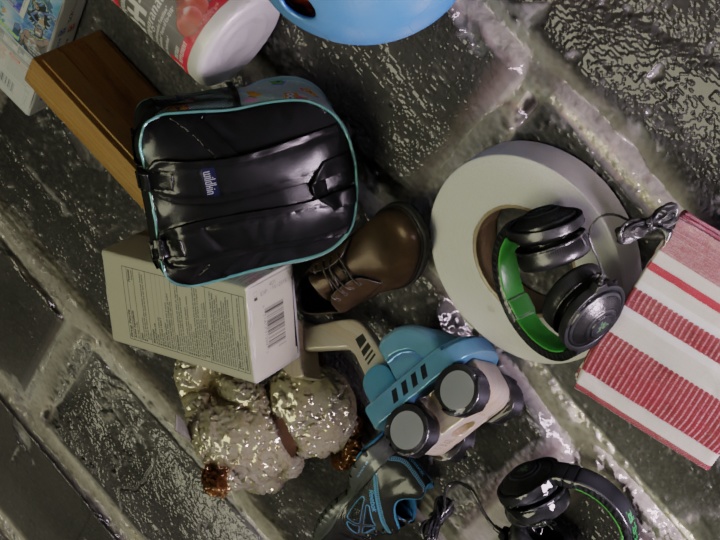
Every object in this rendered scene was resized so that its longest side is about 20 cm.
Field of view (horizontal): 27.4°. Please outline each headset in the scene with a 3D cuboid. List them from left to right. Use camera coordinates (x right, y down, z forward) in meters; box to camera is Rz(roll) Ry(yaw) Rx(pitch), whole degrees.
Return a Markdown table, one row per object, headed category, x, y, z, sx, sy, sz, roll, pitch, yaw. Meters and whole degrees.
| category | x | y | z | sx | sy | sz | roll | pitch | yaw |
| --- | --- | --- | --- | --- | --- | --- | --- | --- | --- |
| headset | 0.159 | 0.244 | 1.395 | 0.197 | 0.094 | 0.125 | 7 | 119 | 26 |
| headset | 0.180 | -0.003 | 1.211 | 0.125 | 0.093 | 0.200 | 63 | 154 | 9 |

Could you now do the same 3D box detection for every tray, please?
| category | x | y | z | sx | sy | sz | roll | pitch | yaw |
| --- | --- | --- | --- | --- | --- | --- | --- | --- | --- |
| tray | -0.241 | -0.154 | 1.515 | 0.200 | 0.098 | 0.037 | 47 | 135 | 9 |

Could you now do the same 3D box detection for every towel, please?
| category | x | y | z | sx | sy | sz | roll | pitch | yaw |
| --- | --- | --- | --- | --- | --- | --- | --- | --- | --- |
| towel | 0.277 | 0.061 | 1.215 | 0.143 | 0.023 | 0.201 | 32 | 128 | 7 |

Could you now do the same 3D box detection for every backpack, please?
| category | x | y | z | sx | sy | sz | roll | pitch | yaw |
| --- | --- | --- | --- | --- | --- | --- | --- | --- | --- |
| backpack | -0.103 | -0.091 | 1.375 | 0.197 | 0.154 | 0.178 | -9 | 110 | -2 |

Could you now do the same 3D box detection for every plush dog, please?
| category | x | y | z | sx | sy | sz | roll | pitch | yaw |
| --- | --- | --- | --- | --- | --- | --- | --- | --- | --- |
| plush dog | -0.087 | 0.154 | 1.534 | 0.170 | 0.161 | 0.202 | -26 | 111 | 7 |

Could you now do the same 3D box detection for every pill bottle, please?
| category | x | y | z | sx | sy | sz | roll | pitch | yaw |
| --- | --- | --- | --- | --- | --- | --- | --- | --- | --- |
| pill bottle | -0.178 | -0.277 | 1.378 | 0.200 | 0.110 | 0.111 | 44 | 136 | 12 |

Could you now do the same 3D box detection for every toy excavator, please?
| category | x | y | z | sx | sy | sz | roll | pitch | yaw |
| --- | --- | --- | --- | --- | --- | --- | --- | --- | --- |
| toy excavator | 0.032 | 0.094 | 1.419 | 0.194 | 0.099 | 0.201 | -39 | 62 | 21 |

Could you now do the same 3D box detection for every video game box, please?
| category | x | y | z | sx | sy | sz | roll | pitch | yaw |
| --- | --- | --- | --- | --- | --- | --- | --- | --- | --- |
| video game box | -0.391 | -0.301 | 1.599 | 0.200 | 0.047 | 0.183 | 44 | 138 | 11 |

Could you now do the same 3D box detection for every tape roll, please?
| category | x | y | z | sx | sy | sz | roll | pitch | yaw |
| --- | --- | --- | --- | --- | --- | --- | --- | --- | --- |
| tape roll | 0.151 | -0.014 | 1.298 | 0.201 | 0.037 | 0.205 | 22 | 128 | 31 |

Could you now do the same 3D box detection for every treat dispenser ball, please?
| category | x | y | z | sx | sy | sz | roll | pitch | yaw |
| --- | --- | --- | --- | --- | --- | --- | --- | --- | --- |
| treat dispenser ball | 0.001 | -0.279 | 1.151 | 0.199 | 0.200 | 0.203 | 21 | 127 | 31 |

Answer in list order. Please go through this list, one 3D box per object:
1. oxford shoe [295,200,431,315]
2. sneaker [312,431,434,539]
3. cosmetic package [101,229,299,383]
| category | x | y | z | sx | sy | sz | roll | pitch | yaw |
| --- | --- | --- | --- | --- | --- | --- | --- | --- | --- |
| oxford shoe | 0.000 | 0.000 | 1.389 | 0.073 | 0.084 | 0.200 | 58 | 144 | 7 |
| sneaker | 0.010 | 0.258 | 1.562 | 0.082 | 0.073 | 0.201 | 40 | 136 | 14 |
| cosmetic package | -0.159 | 0.032 | 1.459 | 0.198 | 0.071 | 0.107 | 15 | 119 | 35 |
